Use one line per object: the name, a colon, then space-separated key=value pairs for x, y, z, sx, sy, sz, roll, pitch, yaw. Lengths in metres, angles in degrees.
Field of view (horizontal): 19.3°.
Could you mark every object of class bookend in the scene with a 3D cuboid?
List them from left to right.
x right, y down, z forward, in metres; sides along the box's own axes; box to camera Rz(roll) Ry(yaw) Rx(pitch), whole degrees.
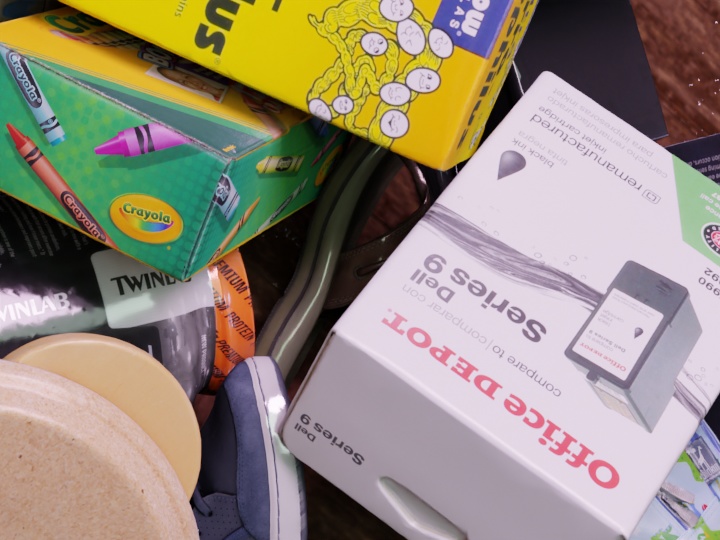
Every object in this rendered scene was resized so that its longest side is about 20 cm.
bookend: x=0.088 y=-0.131 z=1.002 sx=0.092 sy=0.199 sz=0.201 roll=-17 pitch=90 yaw=-24

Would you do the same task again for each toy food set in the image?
toy food set: x=-0.163 y=0.120 z=0.853 sx=0.197 sy=0.049 sz=0.201 roll=-1 pitch=110 yaw=-11

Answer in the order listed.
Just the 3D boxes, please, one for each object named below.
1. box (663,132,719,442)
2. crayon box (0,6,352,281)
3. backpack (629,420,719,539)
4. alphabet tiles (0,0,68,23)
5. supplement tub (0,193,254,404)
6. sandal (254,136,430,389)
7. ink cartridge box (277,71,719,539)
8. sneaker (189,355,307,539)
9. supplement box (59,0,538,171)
box: x=0.254 y=0.027 z=1.073 sx=0.199 sy=0.123 sz=0.199 roll=-5 pitch=87 yaw=-33
crayon box: x=-0.083 y=-0.066 z=0.917 sx=0.118 sy=0.200 sz=0.058 roll=26 pitch=109 yaw=9
backpack: x=0.092 y=0.097 z=1.012 sx=0.200 sy=0.163 sz=0.154 roll=40 pitch=63 yaw=-5
alphabet tiles: x=-0.109 y=-0.180 z=0.947 sx=0.200 sy=0.006 sz=0.167 roll=-24 pitch=135 yaw=-57
supplement tub: x=-0.155 y=0.028 z=0.931 sx=0.199 sy=0.122 sz=0.123 roll=-14 pitch=89 yaw=-21
sandal: x=0.000 y=0.001 z=1.007 sx=0.057 sy=0.080 sz=0.202 roll=26 pitch=92 yaw=7
ink cartridge box: x=0.081 y=0.030 z=0.901 sx=0.146 sy=0.084 sz=0.200 roll=34 pitch=48 yaw=6
sneaker: x=-0.104 y=0.128 z=0.925 sx=0.146 sy=0.077 sz=0.203 roll=1 pitch=121 yaw=-18
supplement box: x=-0.028 y=-0.132 z=0.880 sx=0.199 sy=0.110 sz=0.109 roll=24 pitch=101 yaw=6
